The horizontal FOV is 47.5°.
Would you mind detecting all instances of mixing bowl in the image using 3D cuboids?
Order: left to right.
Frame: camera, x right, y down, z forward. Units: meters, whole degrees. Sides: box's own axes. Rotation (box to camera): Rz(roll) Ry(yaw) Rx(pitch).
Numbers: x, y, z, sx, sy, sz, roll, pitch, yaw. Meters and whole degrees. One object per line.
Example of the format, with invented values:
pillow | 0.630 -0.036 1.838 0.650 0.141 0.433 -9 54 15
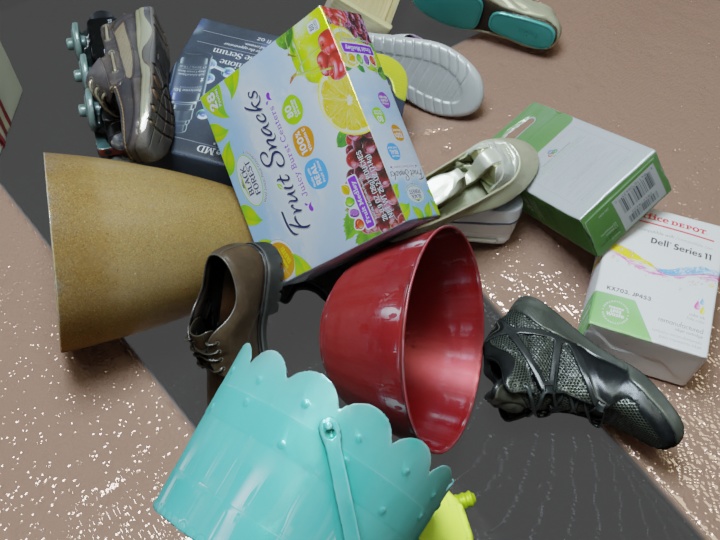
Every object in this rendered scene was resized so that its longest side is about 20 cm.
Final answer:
mixing bowl | 0.031 0.059 0.745 0.108 0.200 0.201 1 54 26

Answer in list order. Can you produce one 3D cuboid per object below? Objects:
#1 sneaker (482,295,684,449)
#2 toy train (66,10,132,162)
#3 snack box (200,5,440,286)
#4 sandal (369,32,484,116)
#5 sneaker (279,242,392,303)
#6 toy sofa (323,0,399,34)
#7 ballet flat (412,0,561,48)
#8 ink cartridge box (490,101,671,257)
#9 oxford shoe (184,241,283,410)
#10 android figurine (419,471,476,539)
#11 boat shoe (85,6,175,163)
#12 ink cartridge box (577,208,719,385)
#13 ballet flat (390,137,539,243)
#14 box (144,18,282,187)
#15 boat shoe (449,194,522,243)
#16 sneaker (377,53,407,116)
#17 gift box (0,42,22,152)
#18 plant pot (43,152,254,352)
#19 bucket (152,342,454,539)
sneaker | 0.193 0.119 0.763 0.199 0.076 0.114 38 66 24
toy train | -0.279 -0.201 0.934 0.085 0.114 0.201 -11 59 -15
snack box | -0.042 -0.106 0.748 0.068 0.168 0.201 -12 80 -54
sandal | 0.061 -0.253 1.003 0.202 0.083 0.050 23 34 12
sneaker | 0.000 0.000 0.845 0.199 0.076 0.091 -1 69 3
toy sofa | 0.010 -0.369 1.077 0.083 0.098 0.201 26 57 -13
ballet flat | 0.161 -0.339 1.044 0.199 0.070 0.070 19 58 -6
ink cartridge box | 0.219 -0.104 0.878 0.104 0.059 0.200 -42 36 -3
oxford shoe | -0.126 0.074 0.738 0.072 0.084 0.201 6 96 37
android figurine | 0.012 0.241 0.698 0.199 0.041 0.183 -15 58 -8
boat shoe | -0.233 -0.183 0.828 0.073 0.075 0.201 -11 53 2
ink cartridge box | 0.301 0.003 0.841 0.117 0.067 0.201 16 58 10
ballet flat | 0.105 -0.088 0.810 0.199 0.070 0.070 -31 63 -19
box | -0.142 -0.165 0.918 0.148 0.107 0.201 14 59 7
boat shoe | 0.071 -0.059 0.875 0.199 0.066 0.074 8 42 -1
sneaker | 0.003 -0.142 0.933 0.074 0.082 0.201 20 74 -20
gift box | -0.508 -0.206 0.890 0.199 0.187 0.185 -2 57 -3
plant pot | -0.198 -0.023 0.802 0.199 0.187 0.187 -4 56 -22
bucket | -0.044 0.166 0.614 0.207 0.207 0.135 27 72 16
